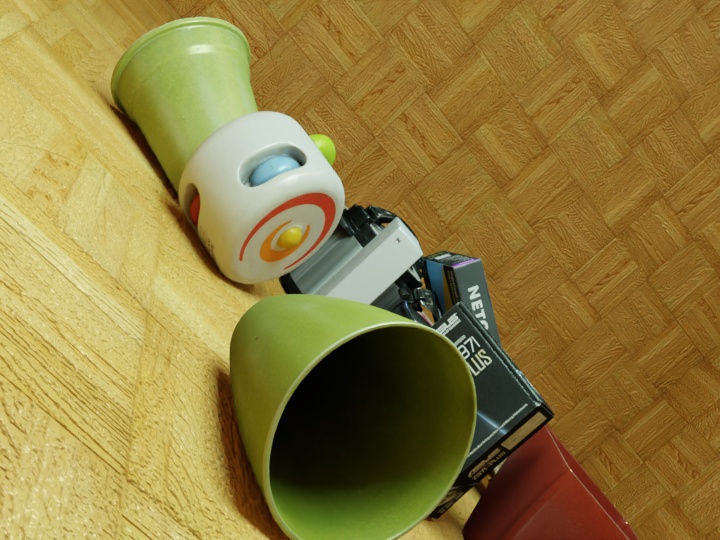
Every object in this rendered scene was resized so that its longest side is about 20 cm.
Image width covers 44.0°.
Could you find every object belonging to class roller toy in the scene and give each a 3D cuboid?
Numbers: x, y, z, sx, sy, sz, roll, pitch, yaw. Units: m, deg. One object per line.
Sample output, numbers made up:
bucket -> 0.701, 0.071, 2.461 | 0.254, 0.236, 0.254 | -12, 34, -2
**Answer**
roller toy -> -0.117, -0.080, 1.076 | 0.141, 0.200, 0.181 | 52, 20, 25

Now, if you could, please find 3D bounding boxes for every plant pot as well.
plant pot -> -0.035, 0.099, 0.745 | 0.187, 0.188, 0.199 | 45, -8, -34
plant pot -> -0.206, -0.191, 1.174 | 0.187, 0.198, 0.200 | 63, 11, 22
plant pot -> 0.240, 0.344, 1.130 | 0.201, 0.176, 0.200 | 49, 6, -5

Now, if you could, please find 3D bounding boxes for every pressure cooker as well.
pressure cooker -> 0.002, 0.002, 1.348 | 0.179, 0.200, 0.176 | 48, 6, 4

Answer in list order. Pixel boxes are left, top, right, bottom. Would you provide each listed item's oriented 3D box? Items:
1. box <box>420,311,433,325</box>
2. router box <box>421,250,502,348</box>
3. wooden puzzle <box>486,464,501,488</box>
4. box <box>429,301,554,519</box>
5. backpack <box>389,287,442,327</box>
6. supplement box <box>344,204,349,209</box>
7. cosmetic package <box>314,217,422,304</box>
box -> 0.133, 0.170, 1.789 | 0.201, 0.094, 0.103 | 50, 6, 3
router box -> 0.157, 0.077, 1.356 | 0.149, 0.050, 0.204 | -162, -125, -73
wooden puzzle -> 0.229, 0.330, 1.507 | 0.185, 0.045, 0.204 | -26, 100, -77
box -> 0.107, 0.171, 1.089 | 0.165, 0.199, 0.086 | 52, 7, 30
backpack -> 0.088, 0.156, 1.288 | 0.202, 0.152, 0.190 | 63, 11, 24
supplement box -> -0.031, -0.055, 1.882 | 0.109, 0.109, 0.200 | 52, 6, 30
cosmetic package -> -0.007, 0.020, 1.169 | 0.052, 0.200, 0.151 | 47, 7, -3
